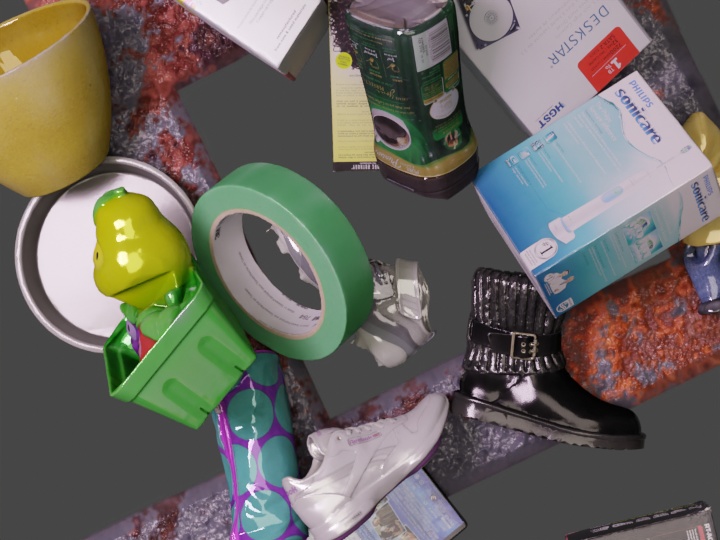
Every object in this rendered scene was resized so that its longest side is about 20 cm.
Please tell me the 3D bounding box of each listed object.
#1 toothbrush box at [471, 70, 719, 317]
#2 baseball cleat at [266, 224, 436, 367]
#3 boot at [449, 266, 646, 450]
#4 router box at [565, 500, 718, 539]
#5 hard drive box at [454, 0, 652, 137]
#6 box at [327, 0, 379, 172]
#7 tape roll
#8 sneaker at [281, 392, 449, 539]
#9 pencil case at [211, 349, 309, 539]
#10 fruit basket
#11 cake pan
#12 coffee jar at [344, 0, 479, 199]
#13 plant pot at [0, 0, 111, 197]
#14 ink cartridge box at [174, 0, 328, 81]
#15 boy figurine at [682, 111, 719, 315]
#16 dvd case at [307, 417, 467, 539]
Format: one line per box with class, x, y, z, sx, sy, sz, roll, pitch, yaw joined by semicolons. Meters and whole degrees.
toothbrush box;0.230;-0.075;1.593;0.199;0.085;0.147;-33;52;2
baseball cleat;0.000;0.000;1.663;0.106;0.070;0.200;-37;99;16
boot;0.199;0.090;1.650;0.209;0.079;0.159;14;91;3
router box;0.301;0.347;1.653;0.148;0.062;0.202;-13;89;4
hard drive box;0.164;-0.254;1.617;0.156;0.077;0.200;-44;114;2
box;0.006;-0.201;1.640;0.074;0.050;0.202;-2;113;3
tape roll;-0.078;-0.007;1.611;0.201;0.200;0.048;48;52;2
sneaker;0.008;0.177;1.628;0.200;0.075;0.100;-41;90;-24
pencil case;-0.108;0.186;1.650;0.092;0.085;0.202;-5;79;-39
fruit basket;-0.203;0.030;1.569;0.215;0.216;0.156;41;91;2
cake pan;-0.256;-0.016;1.693;0.198;0.037;0.203;0;90;2
coffee jar;0.053;-0.168;1.561;0.085;0.104;0.201;-36;132;-28
plant pot;-0.327;-0.160;1.637;0.199;0.200;0.143;-25;115;3
ink cartridge box;-0.133;-0.283;1.634;0.199;0.146;0.083;34;94;3
boy figurine;0.348;-0.057;1.652;0.123;0.064;0.202;-14;88;3
dvd case;-0.008;0.270;1.691;0.200;0.018;0.143;-39;89;1
